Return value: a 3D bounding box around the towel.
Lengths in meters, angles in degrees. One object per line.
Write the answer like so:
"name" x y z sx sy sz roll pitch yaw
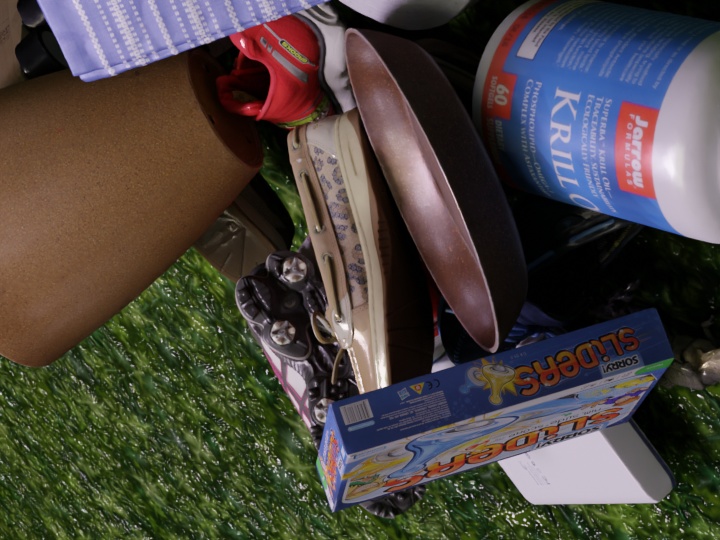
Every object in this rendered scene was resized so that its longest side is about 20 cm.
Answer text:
"towel" -0.106 -0.196 1.098 0.200 0.024 0.145 -15 117 18

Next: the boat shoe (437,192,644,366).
"boat shoe" 0.104 0.007 1.177 0.069 0.084 0.200 64 147 29

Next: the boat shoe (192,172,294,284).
"boat shoe" -0.122 -0.076 1.394 0.072 0.066 0.201 -32 109 31

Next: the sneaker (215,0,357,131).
"sneaker" -0.052 -0.122 1.261 0.077 0.085 0.200 60 171 27

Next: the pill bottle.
"pill bottle" 0.164 -0.077 1.008 0.200 0.112 0.112 18 139 45

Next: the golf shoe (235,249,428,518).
"golf shoe" -0.014 0.080 1.338 0.200 0.077 0.088 60 171 11

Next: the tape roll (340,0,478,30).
"tape roll" 0.014 -0.236 1.080 0.200 0.066 0.201 35 149 25

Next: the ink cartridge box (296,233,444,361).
"ink cartridge box" 0.021 0.005 1.340 0.116 0.067 0.200 57 153 10

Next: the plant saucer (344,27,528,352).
"plant saucer" 0.047 -0.051 1.099 0.200 0.034 0.201 90 154 -73

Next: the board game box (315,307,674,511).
"board game box" 0.076 0.085 1.152 0.135 0.200 0.035 101 151 -70

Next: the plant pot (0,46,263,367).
"plant pot" -0.171 -0.061 1.285 0.200 0.186 0.187 -27 107 16

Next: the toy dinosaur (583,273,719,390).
"toy dinosaur" 0.176 0.041 1.208 0.088 0.047 0.200 51 156 -16

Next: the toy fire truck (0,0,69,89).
"toy fire truck" -0.217 -0.112 1.476 0.200 0.129 0.176 40 -158 -31

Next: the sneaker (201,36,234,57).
"sneaker" -0.132 -0.173 1.347 0.075 0.082 0.200 55 151 -11

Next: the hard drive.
"hard drive" 0.128 0.104 1.337 0.132 0.025 0.200 53 161 -6

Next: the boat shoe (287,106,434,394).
"boat shoe" 0.000 0.000 1.215 0.063 0.073 0.201 -12 81 24

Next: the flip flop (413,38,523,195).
"flip flop" 0.055 -0.108 1.194 0.200 0.057 0.081 36 148 56
